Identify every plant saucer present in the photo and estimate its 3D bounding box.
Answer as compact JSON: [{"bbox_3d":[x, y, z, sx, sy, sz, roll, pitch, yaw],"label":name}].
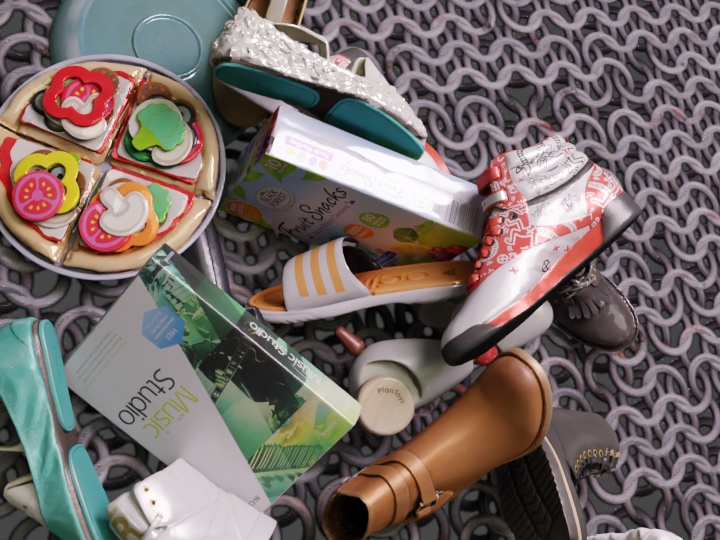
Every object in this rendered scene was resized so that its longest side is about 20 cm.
[{"bbox_3d":[-0.176,-0.198,0.977,0.200,0.027,0.200,8,70,-23],"label":"plant saucer"}]

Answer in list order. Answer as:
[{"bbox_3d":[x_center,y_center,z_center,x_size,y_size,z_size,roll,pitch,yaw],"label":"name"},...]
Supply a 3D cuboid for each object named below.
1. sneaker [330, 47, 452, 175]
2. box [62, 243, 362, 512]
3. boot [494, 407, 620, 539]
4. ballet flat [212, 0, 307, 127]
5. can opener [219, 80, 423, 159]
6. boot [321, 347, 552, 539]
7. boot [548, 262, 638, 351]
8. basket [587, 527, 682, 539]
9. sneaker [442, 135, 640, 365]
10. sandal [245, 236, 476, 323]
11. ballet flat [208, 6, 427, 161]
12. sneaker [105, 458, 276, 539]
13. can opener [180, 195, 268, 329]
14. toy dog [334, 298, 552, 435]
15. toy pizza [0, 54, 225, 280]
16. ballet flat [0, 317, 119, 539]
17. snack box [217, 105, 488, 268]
[{"bbox_3d":[0.002,-0.104,1.004,0.108,0.067,0.202,-30,83,-28],"label":"sneaker"},{"bbox_3d":[-0.119,0.094,0.844,0.200,0.144,0.036,39,26,-8],"label":"box"},{"bbox_3d":[0.189,0.176,0.945,0.138,0.078,0.200,14,32,-23],"label":"boot"},{"bbox_3d":[-0.085,-0.225,0.975,0.069,0.063,0.200,18,66,-10],"label":"ballet flat"},{"bbox_3d":[-0.033,-0.139,0.931,0.200,0.066,0.053,32,80,-17],"label":"can opener"},{"bbox_3d":[0.057,0.147,0.871,0.155,0.200,0.077,-18,68,-36],"label":"boot"},{"bbox_3d":[0.186,0.004,0.986,0.200,0.174,0.069,44,92,2],"label":"boot"},{"bbox_3d":[0.240,0.329,0.891,0.161,0.200,0.199,16,68,-21],"label":"basket"},{"bbox_3d":[0.116,-0.022,0.862,0.201,0.067,0.108,-39,78,-11],"label":"sneaker"},{"bbox_3d":[0.001,-0.003,0.921,0.206,0.079,0.059,-9,108,6],"label":"sandal"},{"bbox_3d":[-0.024,-0.154,0.871,0.200,0.072,0.072,23,65,-24],"label":"ballet flat"},{"bbox_3d":[-0.149,0.220,0.781,0.116,0.074,0.200,37,31,-2],"label":"sneaker"},{"bbox_3d":[-0.124,0.024,0.912,0.079,0.063,0.200,-17,69,-1],"label":"can opener"},{"bbox_3d":[0.058,0.058,0.932,0.200,0.132,0.096,-32,94,-29],"label":"toy dog"},{"bbox_3d":[-0.211,-0.090,0.891,0.200,0.032,0.201,2,74,-6],"label":"toy pizza"},{"bbox_3d":[-0.242,0.137,0.818,0.070,0.067,0.200,-18,88,1],"label":"ballet flat"},{"bbox_3d":[-0.007,-0.060,0.940,0.200,0.142,0.053,21,66,-17],"label":"snack box"}]
